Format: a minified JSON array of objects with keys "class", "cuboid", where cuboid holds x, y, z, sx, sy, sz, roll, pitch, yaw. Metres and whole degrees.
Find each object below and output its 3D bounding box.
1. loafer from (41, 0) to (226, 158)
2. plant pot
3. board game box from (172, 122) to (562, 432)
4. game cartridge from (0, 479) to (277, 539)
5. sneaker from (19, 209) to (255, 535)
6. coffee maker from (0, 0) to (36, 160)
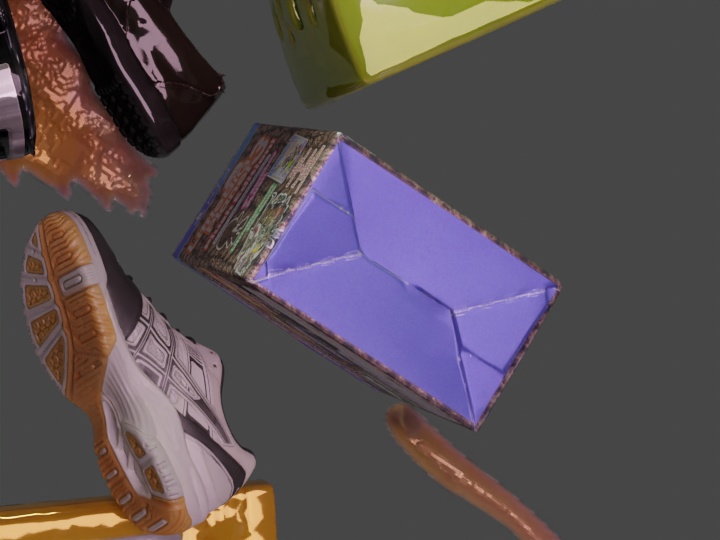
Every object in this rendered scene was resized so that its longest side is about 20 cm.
[{"class":"loafer","cuboid":[-0.143,-0.166,1.716,0.071,0.073,0.201,-33,105,-22]},{"class":"plant pot","cuboid":[0.034,-0.216,1.693,0.199,0.199,0.182,-26,94,-11]},{"class":"board game box","cuboid":[0.000,0.000,1.695,0.159,0.200,0.097,33,85,-16]},{"class":"game cartridge","cuboid":[-0.144,0.222,1.764,0.199,0.032,0.178,-5,96,-14]},{"class":"sneaker","cuboid":[-0.130,0.053,1.742,0.087,0.075,0.201,-25,94,-40]},{"class":"coffee maker","cuboid":[-0.296,-0.130,1.639,0.199,0.135,0.193,-18,99,-13]}]
